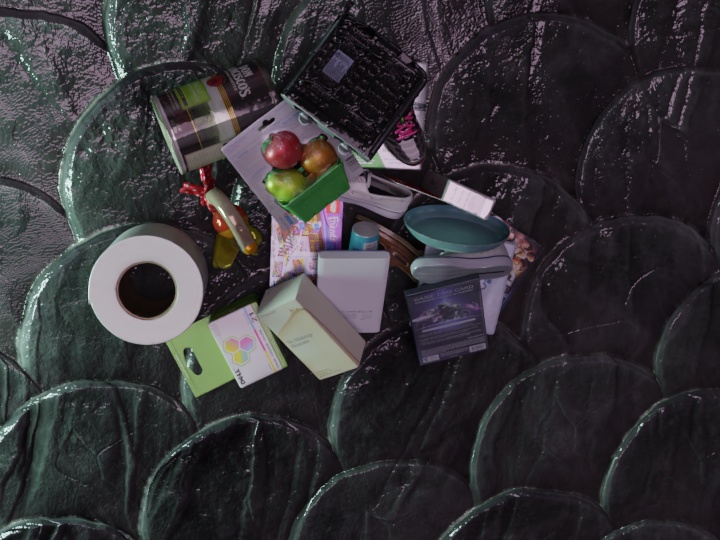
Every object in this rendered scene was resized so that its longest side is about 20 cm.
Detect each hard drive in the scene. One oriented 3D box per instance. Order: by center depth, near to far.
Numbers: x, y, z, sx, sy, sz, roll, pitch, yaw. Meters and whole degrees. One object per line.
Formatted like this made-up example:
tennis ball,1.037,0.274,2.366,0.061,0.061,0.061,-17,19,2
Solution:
hard drive,-0.019,0.043,1.576,0.132,0.025,0.200,0,133,-7

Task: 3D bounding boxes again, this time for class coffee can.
coffee can,-0.248,-0.271,1.451,0.200,0.146,0.147,-23,104,-12

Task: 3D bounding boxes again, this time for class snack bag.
snack bag,0.201,0.028,1.607,0.188,0.021,0.200,6,104,-14

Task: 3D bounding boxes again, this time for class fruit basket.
fruit basket,-0.117,-0.195,1.444,0.185,0.094,0.200,-39,117,-3

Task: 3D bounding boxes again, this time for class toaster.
toaster,-0.007,-0.300,1.336,0.181,0.119,0.200,36,88,-4

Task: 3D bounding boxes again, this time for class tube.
tube,0.000,0.000,1.583,0.077,0.050,0.200,6,128,-3

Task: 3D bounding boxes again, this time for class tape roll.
tape roll,-0.386,0.022,1.518,0.202,0.139,0.203,-1,103,-6

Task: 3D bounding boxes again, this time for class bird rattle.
bird rattle,-0.242,-0.103,1.507,0.113,0.163,0.200,-27,114,-19

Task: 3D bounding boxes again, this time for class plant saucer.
plant saucer,0.178,-0.076,1.540,0.200,0.200,0.027,3,114,-8

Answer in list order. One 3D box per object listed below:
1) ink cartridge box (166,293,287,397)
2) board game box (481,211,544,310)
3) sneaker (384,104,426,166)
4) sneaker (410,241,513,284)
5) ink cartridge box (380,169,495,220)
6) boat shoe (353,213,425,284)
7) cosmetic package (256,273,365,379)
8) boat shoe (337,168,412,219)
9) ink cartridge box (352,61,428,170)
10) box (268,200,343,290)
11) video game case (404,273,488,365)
ink cartridge box,-0.262,0.157,1.595,0.200,0.076,0.148,-26,104,-2
board game box,0.255,-0.002,1.646,0.135,0.035,0.200,31,97,-13
sneaker,0.066,-0.275,1.449,0.074,0.087,0.200,-21,103,-3
sneaker,0.185,-0.019,1.544,0.200,0.071,0.073,-2,146,-17
ink cartridge box,0.138,-0.156,1.512,0.176,0.200,0.045,22,98,-11
boat shoe,0.064,-0.036,1.595,0.200,0.072,0.068,31,96,-12
cosmetic package,-0.091,0.110,1.567,0.103,0.073,0.200,-24,123,32
boat shoe,0.002,-0.163,1.551,0.200,0.074,0.065,16,138,-14
ink cartridge box,0.044,-0.292,1.531,0.146,0.083,0.200,1,101,-8
box,-0.106,-0.048,1.588,0.137,0.039,0.200,2,102,-8
video game case,0.168,0.098,1.586,0.143,0.019,0.200,-13,131,1
